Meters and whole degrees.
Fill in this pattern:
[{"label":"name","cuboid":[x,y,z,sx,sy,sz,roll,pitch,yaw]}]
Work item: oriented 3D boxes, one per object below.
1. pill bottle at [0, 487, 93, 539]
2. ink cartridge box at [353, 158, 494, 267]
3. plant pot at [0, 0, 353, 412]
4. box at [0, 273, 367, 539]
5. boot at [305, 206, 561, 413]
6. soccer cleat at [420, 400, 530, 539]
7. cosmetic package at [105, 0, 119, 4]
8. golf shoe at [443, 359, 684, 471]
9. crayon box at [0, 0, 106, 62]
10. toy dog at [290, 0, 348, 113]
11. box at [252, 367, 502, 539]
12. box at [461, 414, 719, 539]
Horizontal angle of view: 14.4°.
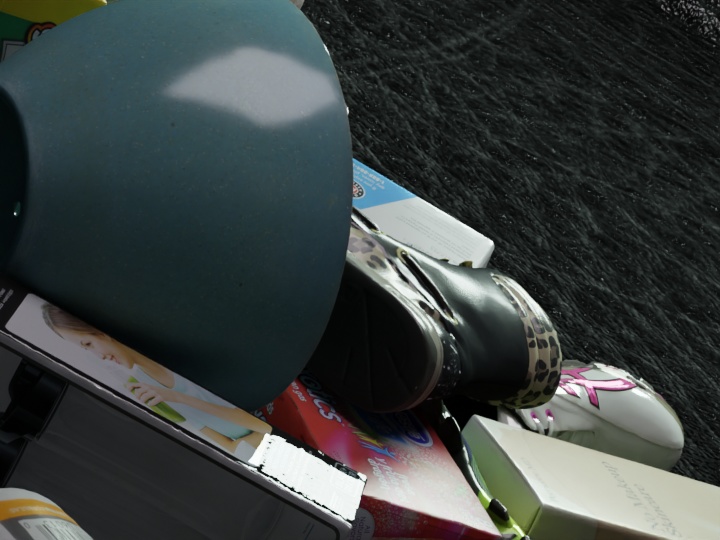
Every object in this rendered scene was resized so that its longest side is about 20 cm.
[{"label":"pill bottle","cuboid":[-0.097,0.179,1.027,0.200,0.117,0.116,41,20,32]},{"label":"ink cartridge box","cuboid":[-0.020,0.031,1.593,0.116,0.068,0.200,31,42,7]},{"label":"plant pot","cuboid":[-0.113,-0.036,1.303,0.134,0.201,0.200,3,29,-35]},{"label":"box","cuboid":[-0.112,0.098,1.239,0.199,0.117,0.060,30,19,-3]},{"label":"boot","cuboid":[0.000,0.002,1.431,0.204,0.074,0.153,44,19,30]},{"label":"soccer cleat","cuboid":[0.048,0.147,1.446,0.064,0.084,0.201,-12,48,-13]},{"label":"cosmetic package","cuboid":[-0.157,-0.070,1.496,0.103,0.201,0.087,29,15,-3]},{"label":"golf shoe","cuboid":[0.099,0.092,1.689,0.199,0.073,0.092,16,28,-12]},{"label":"crayon box","cuboid":[-0.243,-0.078,1.381,0.172,0.201,0.058,16,21,-39]},{"label":"toy dog","cuboid":[-0.054,-0.057,1.541,0.096,0.201,0.132,32,-24,-20]},{"label":"box","cuboid":[-0.022,0.105,1.387,0.095,0.100,0.200,20,19,-28]},{"label":"box","cuboid":[0.135,0.154,1.544,0.199,0.078,0.095,18,21,-35]}]
